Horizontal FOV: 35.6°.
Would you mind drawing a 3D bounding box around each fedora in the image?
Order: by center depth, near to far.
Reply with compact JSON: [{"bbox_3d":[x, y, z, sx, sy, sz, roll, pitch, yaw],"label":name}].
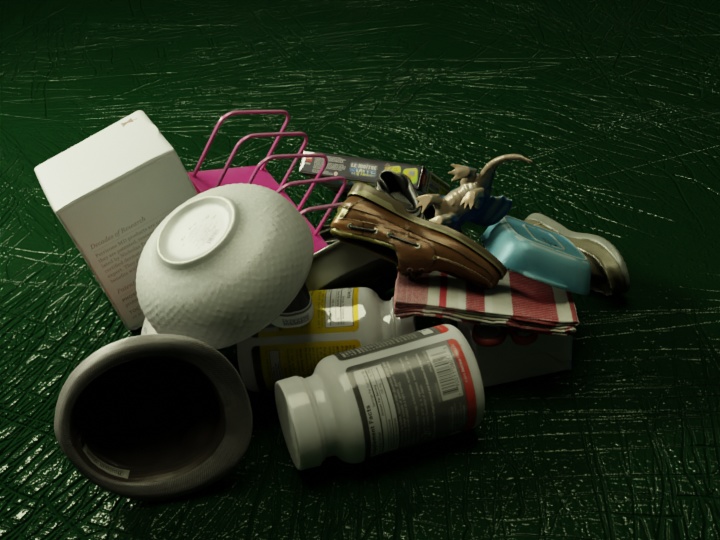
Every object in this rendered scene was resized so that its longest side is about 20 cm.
[{"bbox_3d":[-0.211,0.142,1.159,0.200,0.177,0.090,-21,15,1],"label":"fedora"}]

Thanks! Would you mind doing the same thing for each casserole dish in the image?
[{"bbox_3d":[0.206,-0.023,1.303,0.121,0.039,0.200,19,13,-5],"label":"casserole dish"}]

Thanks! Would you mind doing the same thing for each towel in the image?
[{"bbox_3d":[0.138,0.028,1.253,0.200,0.023,0.144,7,21,3],"label":"towel"}]

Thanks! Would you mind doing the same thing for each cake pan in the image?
[{"bbox_3d":[0.000,0.000,1.368,0.200,0.200,0.037,-19,74,-20],"label":"cake pan"}]

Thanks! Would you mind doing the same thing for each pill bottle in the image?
[{"bbox_3d":[0.018,0.134,1.167,0.200,0.116,0.116,-14,30,-13],"label":"pill bottle"},{"bbox_3d":[-0.035,0.078,1.281,0.200,0.113,0.113,-4,29,4],"label":"pill bottle"}]

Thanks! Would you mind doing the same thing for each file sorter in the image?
[{"bbox_3d":[-0.110,-0.107,1.500,0.139,0.126,0.200,-11,53,-46],"label":"file sorter"}]

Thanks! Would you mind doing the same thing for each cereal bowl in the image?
[{"bbox_3d":[-0.154,-0.019,1.182,0.200,0.083,0.200,-16,45,17],"label":"cereal bowl"}]

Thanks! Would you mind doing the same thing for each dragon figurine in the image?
[{"bbox_3d":[0.134,-0.084,1.294,0.099,0.200,0.059,-1,56,-49],"label":"dragon figurine"}]

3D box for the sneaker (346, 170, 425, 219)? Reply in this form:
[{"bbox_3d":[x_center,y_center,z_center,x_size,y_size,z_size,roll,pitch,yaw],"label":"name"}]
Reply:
[{"bbox_3d":[0.037,-0.099,1.575,0.076,0.116,0.200,-21,32,-23],"label":"sneaker"}]

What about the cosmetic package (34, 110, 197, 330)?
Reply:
[{"bbox_3d":[-0.294,-0.068,1.468,0.166,0.200,0.167,-31,34,-9],"label":"cosmetic package"}]

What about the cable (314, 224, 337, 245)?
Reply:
[{"bbox_3d":[-0.115,-0.042,1.569,0.200,0.050,0.097,-6,27,4],"label":"cable"}]

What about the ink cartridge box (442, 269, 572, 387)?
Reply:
[{"bbox_3d":[0.164,0.049,1.335,0.115,0.068,0.200,-10,30,-7],"label":"ink cartridge box"}]

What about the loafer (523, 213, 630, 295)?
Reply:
[{"bbox_3d":[0.262,-0.010,1.430,0.070,0.075,0.200,-33,32,-19],"label":"loafer"}]

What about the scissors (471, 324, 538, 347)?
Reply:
[{"bbox_3d":[0.142,0.034,1.287,0.073,0.014,0.200,-11,29,-8],"label":"scissors"}]

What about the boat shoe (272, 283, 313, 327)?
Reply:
[{"bbox_3d":[-0.108,-0.005,1.259,0.070,0.066,0.200,-14,29,-15],"label":"boat shoe"}]

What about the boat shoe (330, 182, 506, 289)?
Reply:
[{"bbox_3d":[0.062,-0.021,1.246,0.200,0.072,0.068,27,72,12],"label":"boat shoe"}]

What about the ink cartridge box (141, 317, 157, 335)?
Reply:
[{"bbox_3d":[-0.230,0.071,1.281,0.200,0.050,0.161,-38,17,-11],"label":"ink cartridge box"}]

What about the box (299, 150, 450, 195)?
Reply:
[{"bbox_3d":[0.021,-0.136,1.665,0.200,0.035,0.110,10,-6,28],"label":"box"}]
